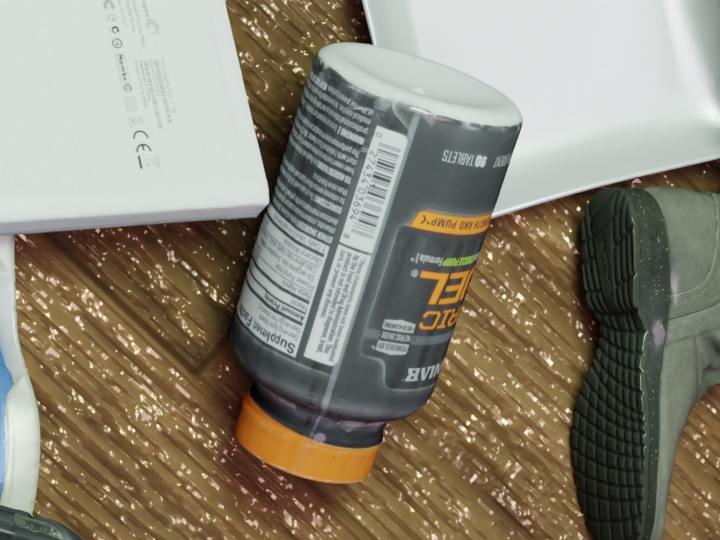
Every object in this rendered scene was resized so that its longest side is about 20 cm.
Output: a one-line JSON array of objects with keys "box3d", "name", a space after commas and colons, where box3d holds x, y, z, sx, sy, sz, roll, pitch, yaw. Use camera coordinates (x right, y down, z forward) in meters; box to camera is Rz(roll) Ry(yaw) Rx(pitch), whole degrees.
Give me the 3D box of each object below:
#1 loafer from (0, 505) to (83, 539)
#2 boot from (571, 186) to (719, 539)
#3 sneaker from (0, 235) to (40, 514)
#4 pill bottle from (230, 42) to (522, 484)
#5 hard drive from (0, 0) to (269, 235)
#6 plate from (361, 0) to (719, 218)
[{"box3d": [-0.215, 0.135, 1.332, 0.200, 0.068, 0.071, 10, 70, 23], "name": "loafer"}, {"box3d": [0.181, 0.049, 1.509, 0.130, 0.068, 0.201, -2, 99, -28], "name": "boot"}, {"box3d": [-0.215, 0.037, 1.370, 0.111, 0.077, 0.201, -4, 90, -23], "name": "sneaker"}, {"box3d": [0.000, 0.000, 1.412, 0.106, 0.106, 0.201, 13, 107, -18], "name": "pill bottle"}, {"box3d": [-0.150, -0.082, 1.375, 0.199, 0.026, 0.133, -5, 70, -26], "name": "hard drive"}, {"box3d": [0.092, -0.137, 1.486, 0.199, 0.032, 0.201, -15, 98, -17], "name": "plate"}]
